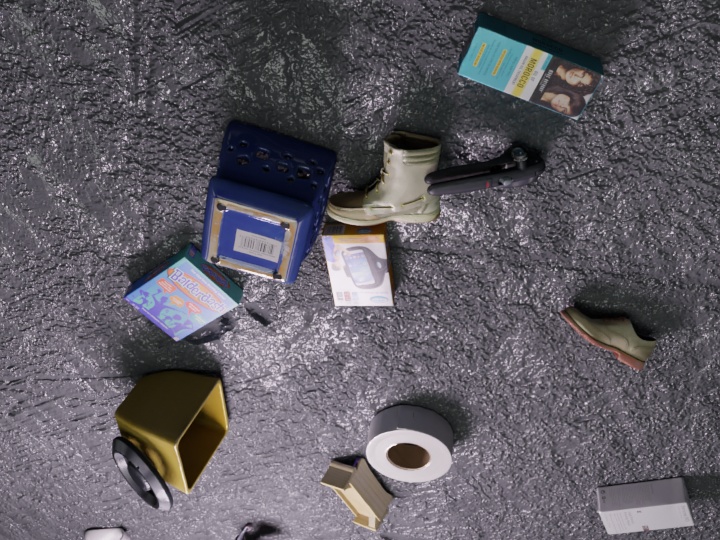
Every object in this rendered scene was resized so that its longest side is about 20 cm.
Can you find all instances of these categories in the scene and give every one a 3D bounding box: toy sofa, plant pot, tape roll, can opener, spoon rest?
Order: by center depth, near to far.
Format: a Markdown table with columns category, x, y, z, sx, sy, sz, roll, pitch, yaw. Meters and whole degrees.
| category | x | y | z | sx | sy | sz | roll | pitch | yaw |
| --- | --- | --- | --- | --- | --- | --- | --- | --- | --- |
| can opener | 0.201 | -0.152 | 1.237 | 0.197 | 0.064 | 0.079 | -11 | 128 | -7 |
| plant pot | -0.162 | -0.102 | 1.299 | 0.197 | 0.181 | 0.201 | 16 | 132 | -3 |
| plant pot | -0.440 | 0.348 | 1.753 | 0.197 | 0.195 | 0.197 | 15 | 134 | 16 |
| tape roll | 0.114 | 0.399 | 1.765 | 0.199 | 0.071 | 0.204 | 6 | 132 | 6 |
| toy sofa | -0.007 | 0.554 | 1.930 | 0.082 | 0.098 | 0.201 | 3 | 137 | 42 |
| spoon rest | -0.756 | 0.810 | 2.314 | 0.198 | 0.061 | 0.100 | -14 | 127 | 39 |

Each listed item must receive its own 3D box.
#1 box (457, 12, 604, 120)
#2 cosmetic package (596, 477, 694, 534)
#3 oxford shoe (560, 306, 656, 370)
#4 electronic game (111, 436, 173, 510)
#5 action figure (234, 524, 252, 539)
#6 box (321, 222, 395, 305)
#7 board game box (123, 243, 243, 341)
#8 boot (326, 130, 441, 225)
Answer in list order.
| category | x | y | z | sx | sy | sz | roll | pitch | yaw |
| --- | --- | --- | --- | --- | --- | --- | --- | --- | --- |
| box | 0.249 | -0.299 | 1.133 | 0.198 | 0.049 | 0.083 | 19 | 132 | -6 |
| cosmetic package | 0.665 | 0.552 | 1.796 | 0.198 | 0.075 | 0.102 | -14 | 128 | 24 |
| oxford shoe | 0.470 | 0.111 | 1.458 | 0.198 | 0.071 | 0.074 | 29 | 105 | -14 |
| electronic game | -0.486 | 0.452 | 1.710 | 0.199 | 0.042 | 0.202 | 30 | 141 | 28 |
| action figure | -0.305 | 0.811 | 2.158 | 0.134 | 0.150 | 0.200 | 39 | 160 | -12 |
| box | 0.000 | 0.000 | 1.454 | 0.117 | 0.042 | 0.202 | -1 | 129 | 11 |
| board game box | -0.360 | 0.049 | 1.561 | 0.199 | 0.045 | 0.152 | -30 | 120 | 30 |
| boot | 0.038 | -0.155 | 1.287 | 0.197 | 0.073 | 0.156 | 0 | 132 | 3 |
